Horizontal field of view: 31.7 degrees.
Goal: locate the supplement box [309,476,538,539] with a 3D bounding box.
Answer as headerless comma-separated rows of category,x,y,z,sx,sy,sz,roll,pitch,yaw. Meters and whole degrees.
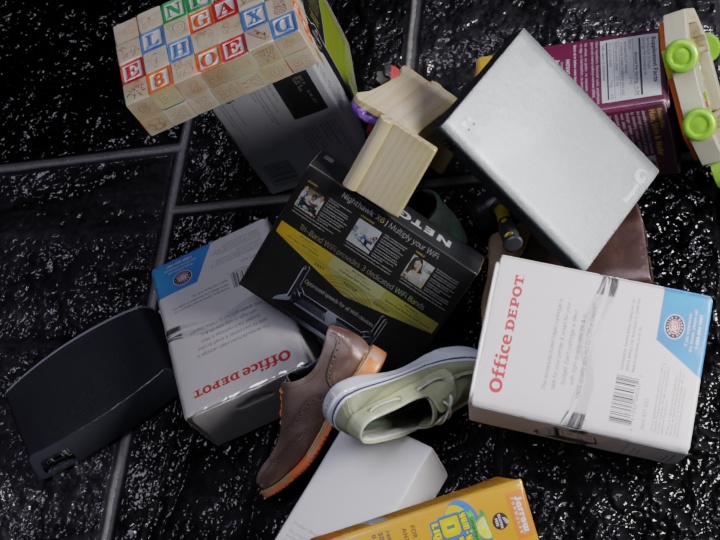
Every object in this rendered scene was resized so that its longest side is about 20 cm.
supplement box,0.058,0.247,1.155,0.199,0.069,0.067,-15,83,-18

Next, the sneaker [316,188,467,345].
sneaker,0.016,-0.009,1.345,0.200,0.118,0.074,-41,56,-4

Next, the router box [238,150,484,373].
router box,0.000,0.000,1.282,0.199,0.052,0.158,34,116,0

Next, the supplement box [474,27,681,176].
supplement box,0.231,-0.165,1.345,0.199,0.131,0.104,-6,57,17

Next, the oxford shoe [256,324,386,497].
oxford shoe,-0.056,0.141,1.278,0.073,0.071,0.200,35,105,-3

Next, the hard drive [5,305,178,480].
hard drive,-0.304,0.132,1.434,0.199,0.042,0.135,-33,54,1

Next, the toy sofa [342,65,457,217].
toy sofa,0.042,-0.135,1.286,0.097,0.200,0.083,33,115,5

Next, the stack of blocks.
stack of blocks,-0.155,-0.238,1.339,0.199,0.059,0.116,-21,57,10

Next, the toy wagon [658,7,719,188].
toy wagon,0.349,-0.165,1.287,0.039,0.155,0.201,-13,96,26

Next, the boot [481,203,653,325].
boot,0.209,0.022,1.276,0.165,0.072,0.201,-10,53,20

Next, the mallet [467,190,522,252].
mallet,0.137,-0.046,1.287,0.066,0.041,0.200,-24,13,15

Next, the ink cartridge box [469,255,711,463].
ink cartridge box,0.211,0.083,1.179,0.199,0.086,0.147,11,75,8

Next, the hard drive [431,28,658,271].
hard drive,0.181,-0.114,1.228,0.140,0.200,0.033,-50,12,-20

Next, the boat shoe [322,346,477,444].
boat shoe,0.057,0.128,1.232,0.199,0.072,0.062,-13,39,-33

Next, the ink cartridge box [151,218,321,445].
ink cartridge box,-0.130,0.066,1.378,0.146,0.086,0.201,-24,56,7

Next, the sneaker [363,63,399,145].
sneaker,0.043,-0.126,1.427,0.097,0.071,0.202,13,84,-15

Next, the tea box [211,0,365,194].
tea box,-0.091,-0.235,1.472,0.133,0.200,0.198,-16,55,13

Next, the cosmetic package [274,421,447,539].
cosmetic package,-0.009,0.250,1.231,0.101,0.074,0.200,23,70,31
